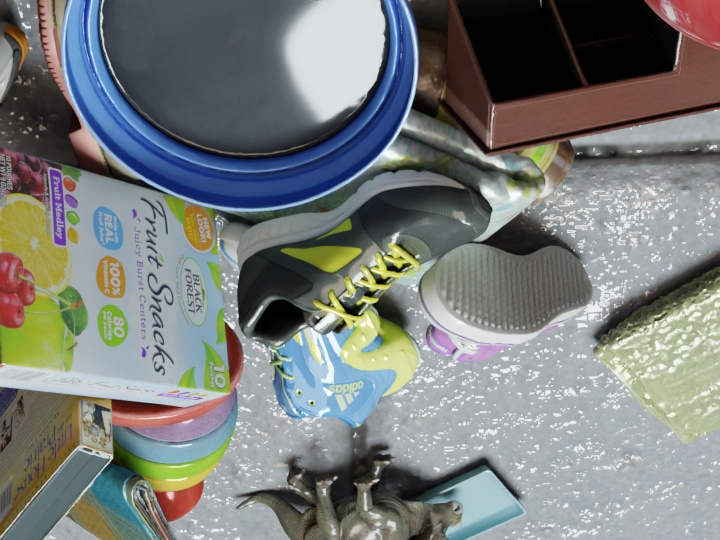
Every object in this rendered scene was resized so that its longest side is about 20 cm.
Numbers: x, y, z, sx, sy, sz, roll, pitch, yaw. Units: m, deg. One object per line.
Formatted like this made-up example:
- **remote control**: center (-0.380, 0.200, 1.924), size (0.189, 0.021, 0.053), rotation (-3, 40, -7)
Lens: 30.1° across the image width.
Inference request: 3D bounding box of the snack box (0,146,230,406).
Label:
- **snack box**: center (-0.175, 0.010, 0.888), size (0.053, 0.142, 0.200), rotation (-17, 161, 34)

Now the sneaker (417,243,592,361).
- **sneaker**: center (0.080, 0.037, 0.966), size (0.114, 0.073, 0.200), rotation (-32, 162, 31)

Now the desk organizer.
- **desk organizer**: center (0.156, -0.139, 0.843), size (0.200, 0.072, 0.077), rotation (-13, 127, -17)

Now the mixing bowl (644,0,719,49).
- **mixing bowl**: center (0.216, -0.227, 0.716), size (0.200, 0.200, 0.108), rotation (-31, 159, 21)

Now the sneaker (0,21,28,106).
- **sneaker**: center (-0.308, -0.110, 0.888), size (0.200, 0.076, 0.092), rotation (-35, 117, 22)

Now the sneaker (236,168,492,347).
- **sneaker**: center (0.000, 0.000, 0.867), size (0.200, 0.085, 0.074), rotation (-19, 141, 36)

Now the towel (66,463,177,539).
- **towel**: center (-0.212, 0.180, 1.073), size (0.200, 0.022, 0.147), rotation (20, 143, 41)

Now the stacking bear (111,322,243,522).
- **stacking bear**: center (-0.158, 0.127, 1.061), size (0.114, 0.121, 0.200), rotation (4, 137, -10)

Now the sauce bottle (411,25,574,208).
- **sauce bottle**: center (0.058, -0.118, 0.897), size (0.200, 0.065, 0.065), rotation (34, 120, -27)

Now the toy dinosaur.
- **toy dinosaur**: center (-0.011, 0.216, 1.143), size (0.200, 0.077, 0.102), rotation (-9, 103, 6)

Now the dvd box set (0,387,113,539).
- **dvd box set**: center (-0.228, 0.095, 0.969), size (0.029, 0.200, 0.146), rotation (23, 124, -30)

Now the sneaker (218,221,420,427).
- **sneaker**: center (-0.043, 0.051, 0.996), size (0.200, 0.076, 0.105), rotation (37, 79, -28)

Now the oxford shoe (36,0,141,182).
- **oxford shoe**: center (-0.163, -0.140, 0.874), size (0.075, 0.070, 0.200), rotation (-8, 139, 0)

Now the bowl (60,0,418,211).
- **bowl**: center (-0.067, -0.125, 0.760), size (0.201, 0.039, 0.201), rotation (0, 129, 0)

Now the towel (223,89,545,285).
- **towel**: center (-0.002, -0.058, 0.907), size (0.200, 0.048, 0.171), rotation (20, 156, -17)

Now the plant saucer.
- **plant saucer**: center (0.047, 0.234, 1.206), size (0.200, 0.019, 0.070), rotation (-29, 124, 18)

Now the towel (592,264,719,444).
- **towel**: center (0.301, 0.053, 1.061), size (0.200, 0.036, 0.148), rotation (-33, 122, 22)

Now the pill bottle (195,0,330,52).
- **pill bottle**: center (-0.046, -0.194, 0.803), size (0.200, 0.112, 0.112), rotation (-31, 123, 21)
